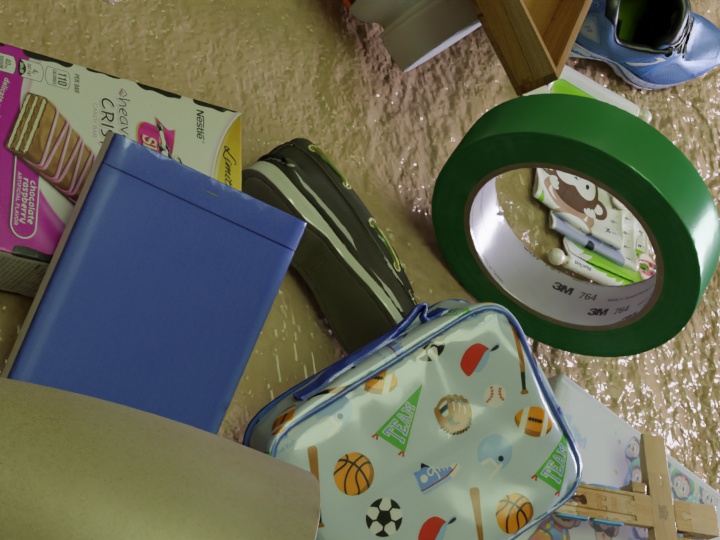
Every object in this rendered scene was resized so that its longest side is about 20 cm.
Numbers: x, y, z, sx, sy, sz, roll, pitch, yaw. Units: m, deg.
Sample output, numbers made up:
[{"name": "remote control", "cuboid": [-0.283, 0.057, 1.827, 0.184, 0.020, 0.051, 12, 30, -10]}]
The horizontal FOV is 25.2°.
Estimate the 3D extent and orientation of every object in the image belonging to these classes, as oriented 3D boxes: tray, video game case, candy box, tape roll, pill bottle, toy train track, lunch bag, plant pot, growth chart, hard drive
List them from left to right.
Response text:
[{"name": "plant pot", "cuboid": [-0.154, 0.141, 0.844, 0.200, 0.187, 0.188, 31, 54, -14]}, {"name": "candy box", "cuboid": [-0.170, -0.051, 0.984, 0.199, 0.061, 0.137, 13, 63, -33]}, {"name": "hard drive", "cuboid": [-0.127, 0.038, 0.940, 0.132, 0.025, 0.201, 25, 86, -27]}, {"name": "pill bottle", "cuboid": [0.018, -0.255, 1.182, 0.114, 0.114, 0.200, -34, 92, -41]}, {"name": "lunch bag", "cuboid": [0.035, 0.111, 1.014, 0.200, 0.076, 0.161, -31, 100, -18]}, {"name": "tray", "cuboid": [0.122, -0.209, 1.165, 0.099, 0.037, 0.200, 61, 27, -17]}, {"name": "tape roll", "cuboid": [0.149, -0.029, 1.127, 0.200, 0.200, 0.048, 46, 50, -13]}, {"name": "growth chart", "cuboid": [0.188, -0.074, 1.300, 0.144, 0.018, 0.201, 17, 61, -31]}, {"name": "toy train track", "cuboid": [0.173, 0.170, 1.139, 0.200, 0.033, 0.115, 14, 62, -34]}, {"name": "video game case", "cuboid": [0.190, 0.201, 1.176, 0.200, 0.024, 0.182, 37, 53, -19]}]

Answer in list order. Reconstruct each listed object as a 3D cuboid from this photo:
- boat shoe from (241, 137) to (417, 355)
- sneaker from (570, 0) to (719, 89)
[{"name": "boat shoe", "cuboid": [0.000, 0.000, 1.085, 0.061, 0.072, 0.201, -39, 94, -37]}, {"name": "sneaker", "cuboid": [0.242, -0.193, 1.328, 0.200, 0.089, 0.079, 4, 92, -42]}]
